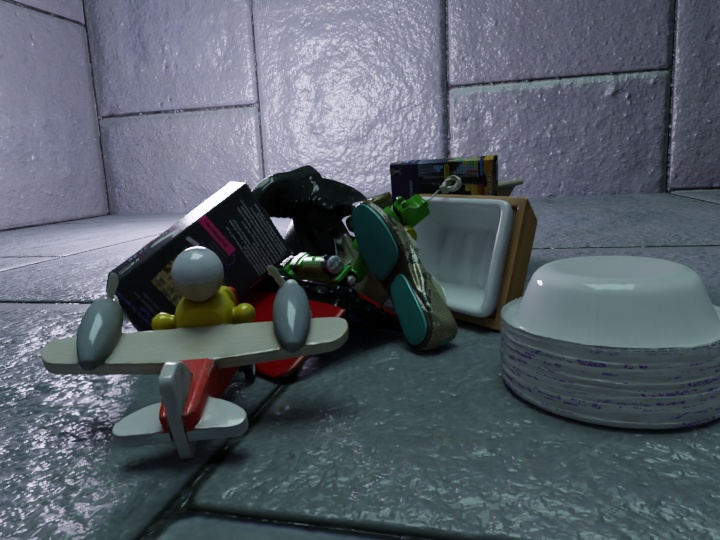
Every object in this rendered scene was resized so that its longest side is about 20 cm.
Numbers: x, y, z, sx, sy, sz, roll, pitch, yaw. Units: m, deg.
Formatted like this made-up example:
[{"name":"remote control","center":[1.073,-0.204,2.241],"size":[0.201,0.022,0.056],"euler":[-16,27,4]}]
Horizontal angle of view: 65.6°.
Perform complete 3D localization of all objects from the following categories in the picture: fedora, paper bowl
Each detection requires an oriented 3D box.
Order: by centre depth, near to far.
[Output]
[{"name":"paper bowl","center":[0.224,0.049,0.498],"size":[0.193,0.108,0.201],"euler":[-5,10,1]},{"name":"fedora","center":[-0.082,-0.034,0.938],"size":[0.090,0.204,0.200],"euler":[-31,1,20]}]

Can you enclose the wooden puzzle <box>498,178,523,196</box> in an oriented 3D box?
[{"name":"wooden puzzle","center":[0.188,-0.081,0.987],"size":[0.046,0.203,0.183],"euler":[42,33,23]}]

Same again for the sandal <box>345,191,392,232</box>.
[{"name":"sandal","center":[0.021,-0.072,0.841],"size":[0.078,0.055,0.200],"euler":[-26,-1,-2]}]

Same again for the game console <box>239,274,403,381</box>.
[{"name":"game console","center":[-0.073,0.076,0.677],"size":[0.196,0.122,0.171],"euler":[8,-16,45]}]

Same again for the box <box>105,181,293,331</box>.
[{"name":"box","center":[-0.200,-0.008,0.694],"size":[0.199,0.107,0.122],"euler":[-39,21,-13]}]

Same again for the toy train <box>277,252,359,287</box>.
[{"name":"toy train","center":[-0.067,0.003,0.774],"size":[0.042,0.057,0.198],"euler":[-44,20,-23]}]

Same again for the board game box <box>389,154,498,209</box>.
[{"name":"board game box","center":[0.134,-0.071,0.872],"size":[0.160,0.207,0.057],"euler":[0,16,21]}]

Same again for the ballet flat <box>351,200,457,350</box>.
[{"name":"ballet flat","center":[0.055,0.003,0.665],"size":[0.074,0.203,0.068],"euler":[-2,-36,-39]}]

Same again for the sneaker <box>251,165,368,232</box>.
[{"name":"sneaker","center":[-0.078,-0.099,0.837],"size":[0.104,0.060,0.199],"euler":[44,39,8]}]

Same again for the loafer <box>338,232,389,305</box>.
[{"name":"loafer","center":[0.000,0.000,0.842],"size":[0.074,0.070,0.200],"euler":[26,11,-18]}]

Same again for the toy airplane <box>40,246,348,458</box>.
[{"name":"toy airplane","center":[-0.137,0.055,0.468],"size":[0.195,0.146,0.197],"euler":[7,15,42]}]

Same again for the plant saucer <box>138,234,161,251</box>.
[{"name":"plant saucer","center":[-0.259,-0.020,0.896],"size":[0.193,0.039,0.202],"euler":[-4,29,2]}]

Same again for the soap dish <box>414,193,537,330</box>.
[{"name":"soap dish","center":[0.139,-0.017,0.751],"size":[0.079,0.163,0.198],"euler":[12,0,-36]}]

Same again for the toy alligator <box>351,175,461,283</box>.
[{"name":"toy alligator","center":[0.048,-0.067,0.729],"size":[0.054,0.200,0.059],"euler":[43,3,-43]}]
